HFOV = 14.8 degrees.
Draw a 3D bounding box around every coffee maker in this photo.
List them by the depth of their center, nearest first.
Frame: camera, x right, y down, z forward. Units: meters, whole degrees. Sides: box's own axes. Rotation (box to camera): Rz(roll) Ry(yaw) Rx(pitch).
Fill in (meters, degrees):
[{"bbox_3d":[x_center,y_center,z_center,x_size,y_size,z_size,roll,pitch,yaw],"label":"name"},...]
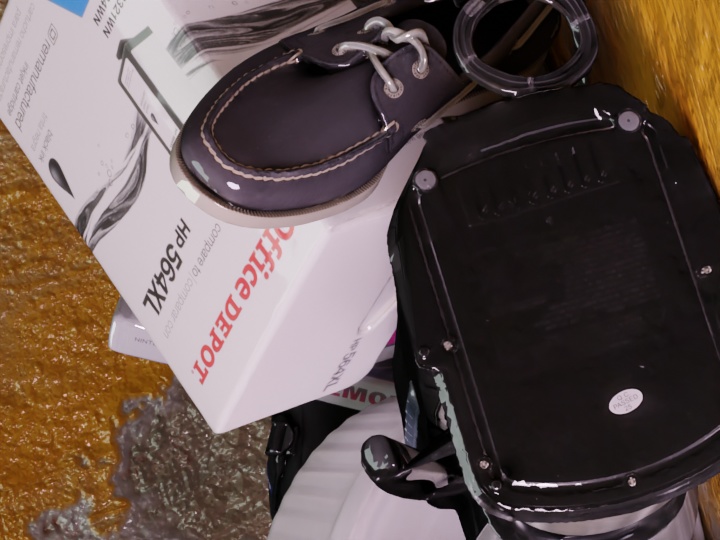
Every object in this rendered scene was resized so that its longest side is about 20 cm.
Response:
[{"bbox_3d":[0.076,0.016,1.020,0.200,0.134,0.193,87,-170,-75],"label":"coffee maker"}]

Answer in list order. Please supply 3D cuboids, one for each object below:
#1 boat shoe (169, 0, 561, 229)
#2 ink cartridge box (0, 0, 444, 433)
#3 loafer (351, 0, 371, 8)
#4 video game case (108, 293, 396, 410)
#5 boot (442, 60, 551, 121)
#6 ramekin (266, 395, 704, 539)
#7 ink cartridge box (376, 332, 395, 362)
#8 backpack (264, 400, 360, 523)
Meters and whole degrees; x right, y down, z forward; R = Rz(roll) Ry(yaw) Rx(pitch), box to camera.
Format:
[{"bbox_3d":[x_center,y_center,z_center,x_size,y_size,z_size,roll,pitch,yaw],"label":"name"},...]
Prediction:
[{"bbox_3d":[0.007,-0.081,1.042,0.073,0.200,0.063,45,138,17],"label":"boat shoe"},{"bbox_3d":[-0.059,-0.058,1.136,0.200,0.084,0.146,54,141,22],"label":"ink cartridge box"},{"bbox_3d":[0.001,-0.151,1.217,0.199,0.076,0.069,26,130,26],"label":"loafer"},{"bbox_3d":[-0.014,-0.002,1.325,0.200,0.181,0.023,-78,2,-57],"label":"video game case"},{"bbox_3d":[-0.001,-0.095,1.273,0.072,0.154,0.201,77,173,-50],"label":"boot"},{"bbox_3d":[0.047,0.141,1.184,0.094,0.202,0.203,5,116,55],"label":"ramekin"},{"bbox_3d":[0.000,0.000,1.271,0.095,0.199,0.037,37,131,37],"label":"ink cartridge box"},{"bbox_3d":[0.013,0.108,1.408,0.200,0.153,0.164,110,163,-54],"label":"backpack"}]
